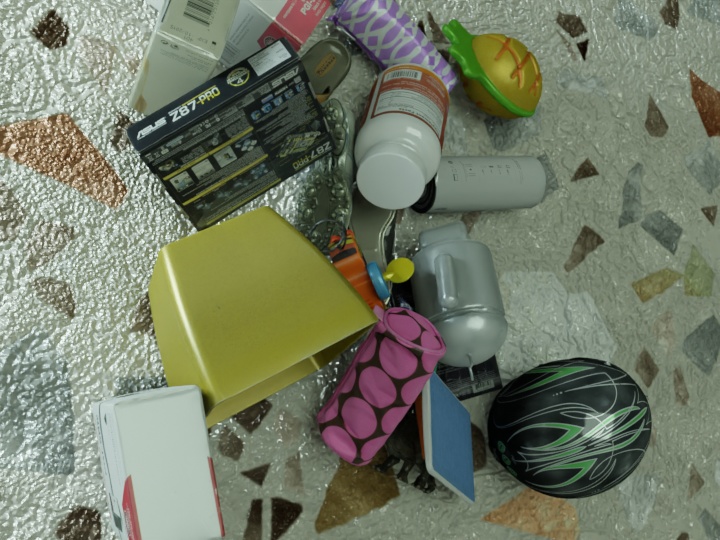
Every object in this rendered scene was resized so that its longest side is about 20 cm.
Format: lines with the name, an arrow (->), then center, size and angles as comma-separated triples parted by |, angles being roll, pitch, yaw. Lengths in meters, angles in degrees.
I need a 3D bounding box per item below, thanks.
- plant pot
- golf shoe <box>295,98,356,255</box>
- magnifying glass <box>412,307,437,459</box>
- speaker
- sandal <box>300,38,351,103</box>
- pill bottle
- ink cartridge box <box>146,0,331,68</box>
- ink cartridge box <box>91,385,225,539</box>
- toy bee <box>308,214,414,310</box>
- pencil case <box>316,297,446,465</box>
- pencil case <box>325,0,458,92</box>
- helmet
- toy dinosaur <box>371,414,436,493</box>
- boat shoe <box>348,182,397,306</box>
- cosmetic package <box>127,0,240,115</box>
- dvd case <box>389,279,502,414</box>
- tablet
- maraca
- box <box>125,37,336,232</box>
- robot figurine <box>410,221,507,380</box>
plant pot -> -0.131, 0.048, 0.861 | 0.199, 0.200, 0.177 | -24, 80, -27
golf shoe -> -0.030, -0.119, 1.008 | 0.097, 0.078, 0.201 | -13, 110, -65
magnifying glass -> 0.078, 0.142, 0.993 | 0.079, 0.022, 0.201 | 17, 56, -39
speaker -> 0.168, -0.125, 1.110 | 0.199, 0.081, 0.082 | -6, 83, -29
sandal -> -0.067, -0.237, 1.019 | 0.082, 0.055, 0.200 | 43, 64, -15
pill bottle -> 0.053, -0.173, 1.000 | 0.112, 0.112, 0.200 | 34, 41, -19
ink cartridge box -> -0.158, -0.332, 0.936 | 0.200, 0.146, 0.083 | 37, 65, -18
ink cartridge box -> -0.211, 0.196, 0.780 | 0.083, 0.200, 0.148 | -9, 84, -26
toy bee -> 0.000, 0.000, 0.937 | 0.130, 0.109, 0.201 | -5, 122, -6
pencil case -> 0.017, 0.135, 0.909 | 0.093, 0.091, 0.201 | 22, 116, -13
pencil case -> 0.047, -0.311, 1.078 | 0.200, 0.084, 0.086 | 42, 76, -16
helmet -> 0.287, 0.212, 1.047 | 0.199, 0.190, 0.201 | 5, 79, -27
toy dinosaur -> 0.079, 0.229, 1.000 | 0.199, 0.077, 0.103 | 28, 76, -18
boat shoe -> 0.015, -0.037, 1.034 | 0.066, 0.057, 0.201 | 1, 74, 0
cosmetic package -> -0.201, -0.250, 0.867 | 0.071, 0.200, 0.106 | 20, 71, -20
dvd case -> 0.116, 0.084, 1.080 | 0.148, 0.016, 0.201 | -11, 86, -28
tablet -> 0.111, 0.212, 0.971 | 0.200, 0.014, 0.131 | 50, 35, -54
maraca -> 0.192, -0.294, 1.130 | 0.199, 0.107, 0.138 | 21, 43, -38
box -> -0.137, -0.147, 0.872 | 0.200, 0.161, 0.049 | -32, 57, -3
robot figurine -> 0.127, 0.039, 1.006 | 0.170, 0.112, 0.201 | 45, 33, -60
